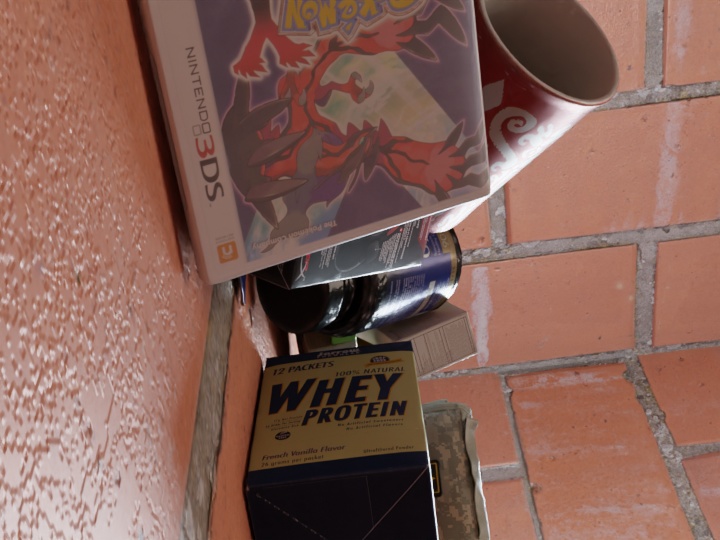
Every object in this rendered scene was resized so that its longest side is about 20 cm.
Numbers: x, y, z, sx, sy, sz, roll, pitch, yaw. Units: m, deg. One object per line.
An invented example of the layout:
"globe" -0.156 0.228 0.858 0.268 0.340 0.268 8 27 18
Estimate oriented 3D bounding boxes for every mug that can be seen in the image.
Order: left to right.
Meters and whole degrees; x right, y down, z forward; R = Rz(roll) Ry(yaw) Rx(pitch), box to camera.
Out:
"mug" 0.112 -0.133 0.843 0.134 0.176 0.200 59 -43 15

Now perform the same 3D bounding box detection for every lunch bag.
"lunch bag" 0.040 0.236 1.025 0.117 0.199 0.166 23 50 -41

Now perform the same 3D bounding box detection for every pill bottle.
"pill bottle" 0.000 0.000 0.938 0.199 0.111 0.113 -13 97 -52

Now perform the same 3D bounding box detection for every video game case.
"video game case" -0.018 -0.104 0.590 0.023 0.198 0.184 35 -41 58

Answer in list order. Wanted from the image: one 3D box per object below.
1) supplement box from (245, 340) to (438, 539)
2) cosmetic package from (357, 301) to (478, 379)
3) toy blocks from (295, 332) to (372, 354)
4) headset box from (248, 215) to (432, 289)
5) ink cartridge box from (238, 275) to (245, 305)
"supplement box" -0.006 0.195 0.825 0.200 0.133 0.202 -92 175 -68
"cosmetic package" 0.043 0.059 1.071 0.200 0.082 0.051 -151 -137 -69
"toy blocks" -0.042 0.069 1.087 0.201 0.099 0.138 88 -13 -51
"headset box" -0.006 -0.076 0.715 0.199 0.074 0.150 -11 117 -57
"ink cartridge box" -0.089 -0.112 0.781 0.201 0.040 0.201 82 2 -45
